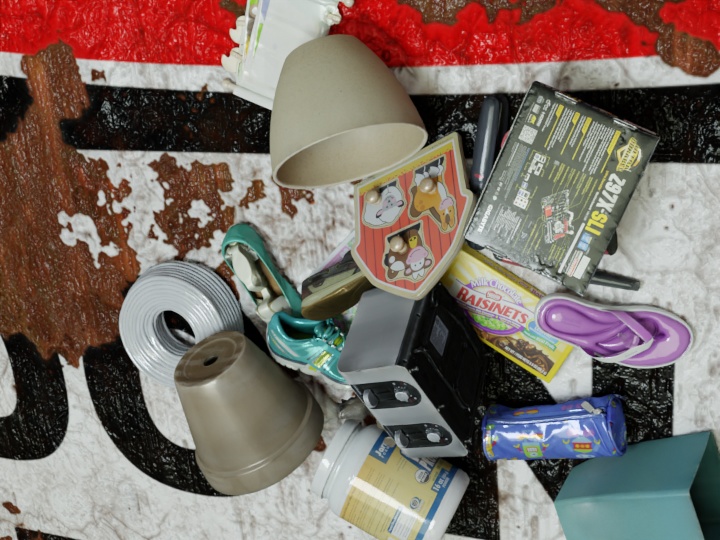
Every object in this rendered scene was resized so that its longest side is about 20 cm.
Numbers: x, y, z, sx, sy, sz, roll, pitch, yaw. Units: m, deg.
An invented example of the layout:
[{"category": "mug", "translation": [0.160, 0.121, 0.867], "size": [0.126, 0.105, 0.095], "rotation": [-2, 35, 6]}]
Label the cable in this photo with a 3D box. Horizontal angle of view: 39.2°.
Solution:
[{"category": "cable", "translation": [-0.275, 0.085, 1.546], "size": [0.198, 0.069, 0.202], "rotation": [13, 117, 18]}]

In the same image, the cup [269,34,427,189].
[{"category": "cup", "translation": [-0.029, -0.205, 1.258], "size": [0.199, 0.200, 0.145], "rotation": [-22, 76, 30]}]

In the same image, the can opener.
[{"category": "can opener", "translation": [0.155, -0.121, 1.269], "size": [0.078, 0.063, 0.202], "rotation": [15, 118, 18]}]

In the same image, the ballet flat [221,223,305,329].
[{"category": "ballet flat", "translation": [-0.141, 0.028, 1.461], "size": [0.067, 0.070, 0.201], "rotation": [-27, 100, 28]}]

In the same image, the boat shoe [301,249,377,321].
[{"category": "boat shoe", "translation": [0.000, 0.000, 1.367], "size": [0.198, 0.073, 0.065], "rotation": [-25, 61, 15]}]

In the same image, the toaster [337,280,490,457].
[{"category": "toaster", "translation": [0.075, 0.116, 1.308], "size": [0.118, 0.201, 0.181], "rotation": [-14, 128, 32]}]

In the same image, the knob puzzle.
[{"category": "knob puzzle", "translation": [0.059, -0.059, 1.278], "size": [0.218, 0.030, 0.222], "rotation": [-19, 60, 35]}]

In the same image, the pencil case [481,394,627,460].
[{"category": "pencil case", "translation": [0.259, 0.213, 1.360], "size": [0.198, 0.079, 0.087], "rotation": [-8, 138, 26]}]

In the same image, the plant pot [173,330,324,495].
[{"category": "plant pot", "translation": [-0.176, 0.189, 1.449], "size": [0.198, 0.201, 0.175], "rotation": [-11, 125, 27]}]

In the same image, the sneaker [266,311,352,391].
[{"category": "sneaker", "translation": [-0.042, 0.110, 1.416], "size": [0.198, 0.078, 0.080], "rotation": [13, 133, 12]}]

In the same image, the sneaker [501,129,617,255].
[{"category": "sneaker", "translation": [0.242, -0.099, 1.229], "size": [0.086, 0.074, 0.201], "rotation": [-30, 90, 17]}]

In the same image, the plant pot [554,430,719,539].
[{"category": "plant pot", "translation": [0.369, 0.315, 1.328], "size": [0.198, 0.141, 0.143], "rotation": [-12, 107, 35]}]

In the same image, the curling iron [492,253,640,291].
[{"category": "curling iron", "translation": [0.260, -0.008, 1.294], "size": [0.198, 0.026, 0.050], "rotation": [21, 122, 14]}]

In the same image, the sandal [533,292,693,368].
[{"category": "sandal", "translation": [0.318, 0.083, 1.277], "size": [0.200, 0.050, 0.083], "rotation": [10, 109, 8]}]

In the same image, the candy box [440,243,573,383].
[{"category": "candy box", "translation": [0.194, 0.057, 1.353], "size": [0.199, 0.026, 0.103], "rotation": [32, 118, 8]}]

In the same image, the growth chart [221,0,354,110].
[{"category": "growth chart", "translation": [-0.105, -0.301, 1.332], "size": [0.144, 0.018, 0.201], "rotation": [32, 121, 9]}]

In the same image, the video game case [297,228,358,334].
[{"category": "video game case", "translation": [0.021, 0.054, 1.432], "size": [0.200, 0.018, 0.143], "rotation": [46, 121, -1]}]

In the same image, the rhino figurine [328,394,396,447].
[{"category": "rhino figurine", "translation": [0.049, 0.202, 1.436], "size": [0.198, 0.088, 0.060], "rotation": [9, 126, 12]}]

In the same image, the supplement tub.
[{"category": "supplement tub", "translation": [0.042, 0.314, 1.463], "size": [0.198, 0.145, 0.146], "rotation": [27, 120, 10]}]

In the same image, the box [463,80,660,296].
[{"category": "box", "translation": [0.230, -0.096, 1.170], "size": [0.158, 0.049, 0.202], "rotation": [25, 105, 9]}]
